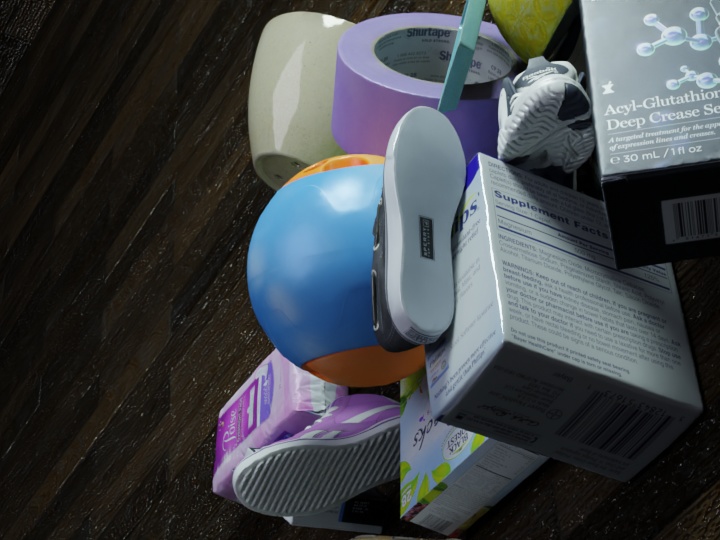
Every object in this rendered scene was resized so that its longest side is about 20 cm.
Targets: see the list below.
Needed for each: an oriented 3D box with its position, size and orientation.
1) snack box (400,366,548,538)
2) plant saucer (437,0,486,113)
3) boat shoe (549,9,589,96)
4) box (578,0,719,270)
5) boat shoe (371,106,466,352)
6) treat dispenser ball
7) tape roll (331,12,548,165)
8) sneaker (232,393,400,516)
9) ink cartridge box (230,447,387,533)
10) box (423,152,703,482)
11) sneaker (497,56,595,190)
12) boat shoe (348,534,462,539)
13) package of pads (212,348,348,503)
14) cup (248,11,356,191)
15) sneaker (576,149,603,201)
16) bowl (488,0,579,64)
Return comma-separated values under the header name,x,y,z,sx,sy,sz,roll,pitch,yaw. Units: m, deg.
name,x,y,z,sx,sy,sz,roll,pitch,yaw
snack box,0.111,0.109,1.561,0.200,0.067,0.170,-49,29,42
plant saucer,0.094,-0.208,1.601,0.201,0.019,0.070,-72,-1,-60
boat shoe,0.204,-0.178,1.610,0.063,0.072,0.202,-56,-10,-82
box,0.244,-0.118,1.318,0.108,0.147,0.202,70,-166,-50
boat shoe,0.038,-0.029,1.385,0.066,0.069,0.202,-35,48,50
treat dispenser ball,0.000,0.000,1.568,0.201,0.199,0.203,-46,33,42
tape roll,0.073,-0.163,1.673,0.201,0.198,0.086,-112,24,-57
sneaker,-0.037,0.170,1.700,0.114,0.198,0.073,-142,44,-62
ink cartridge box,-0.055,0.213,1.797,0.200,0.098,0.040,-158,78,-66
box,0.149,0.036,1.395,0.105,0.182,0.201,-51,29,39
sneaker,0.148,-0.134,1.460,0.200,0.079,0.131,71,-166,-63
boat shoe,0.040,0.265,1.583,0.199,0.076,0.072,-14,59,62
package of pads,-0.085,0.157,1.940,0.200,0.075,0.121,-47,30,42
cup,-0.040,-0.153,1.900,0.200,0.199,0.144,-20,42,60
sneaker,0.228,-0.079,1.472,0.200,0.075,0.089,-145,66,-72
bowl,0.166,-0.290,1.598,0.201,0.107,0.200,-57,-5,-7
